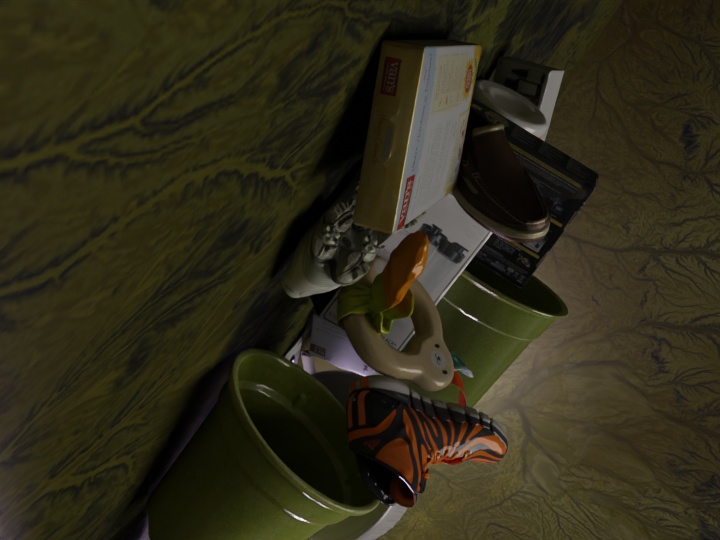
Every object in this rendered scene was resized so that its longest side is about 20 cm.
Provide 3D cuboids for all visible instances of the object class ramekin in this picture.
[{"bbox_3d":[-0.025,0.223,0.887,0.203,0.202,0.094,-54,147,-6],"label":"ramekin"}]

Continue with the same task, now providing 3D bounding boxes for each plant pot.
[{"bbox_3d":[0.131,0.079,0.997,0.190,0.200,0.200,-61,170,18],"label":"plant pot"},{"bbox_3d":[-0.111,0.215,0.778,0.184,0.200,0.200,-45,174,14],"label":"plant pot"}]

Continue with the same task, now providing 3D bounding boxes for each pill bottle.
[{"bbox_3d":[0.153,-0.142,1.037,0.200,0.114,0.114,-60,170,32],"label":"pill bottle"}]

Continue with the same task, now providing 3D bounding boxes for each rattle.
[{"bbox_3d":[0.085,0.056,0.778,0.143,0.200,0.130,-41,-170,26],"label":"rattle"}]

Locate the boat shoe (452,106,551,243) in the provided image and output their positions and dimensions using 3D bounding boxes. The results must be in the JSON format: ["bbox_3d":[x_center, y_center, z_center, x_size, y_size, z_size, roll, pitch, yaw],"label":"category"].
[{"bbox_3d":[0.122,-0.113,0.776,0.075,0.202,0.075,-20,142,-24],"label":"boat shoe"}]

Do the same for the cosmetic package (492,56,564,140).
[{"bbox_3d":[0.214,-0.191,1.082,0.051,0.082,0.201,-19,127,-48],"label":"cosmetic package"}]

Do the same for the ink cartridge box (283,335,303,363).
[{"bbox_3d":[-0.115,0.195,1.008,0.200,0.067,0.116,-51,170,-27],"label":"ink cartridge box"}]

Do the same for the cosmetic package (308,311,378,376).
[{"bbox_3d":[0.020,0.055,1.061,0.200,0.101,0.074,-46,149,-55],"label":"cosmetic package"}]

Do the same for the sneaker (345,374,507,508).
[{"bbox_3d":[0.066,0.190,0.777,0.078,0.199,0.112,-43,-147,45],"label":"sneaker"}]

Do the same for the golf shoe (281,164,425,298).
[{"bbox_3d":[-0.009,-0.043,0.736,0.097,0.078,0.200,-33,-173,42],"label":"golf shoe"}]

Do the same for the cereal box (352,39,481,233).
[{"bbox_3d":[0.054,-0.124,0.662,0.200,0.039,0.144,-35,138,-64],"label":"cereal box"}]

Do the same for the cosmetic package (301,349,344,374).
[{"bbox_3d":[0.024,0.148,1.101,0.199,0.106,0.071,-12,-178,-17],"label":"cosmetic package"}]

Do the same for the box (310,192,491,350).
[{"bbox_3d":[0.047,-0.013,0.865,0.200,0.116,0.060,-54,-153,13],"label":"box"}]

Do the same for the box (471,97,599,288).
[{"bbox_3d":[0.150,-0.094,0.908,0.161,0.200,0.049,-62,174,36],"label":"box"}]
